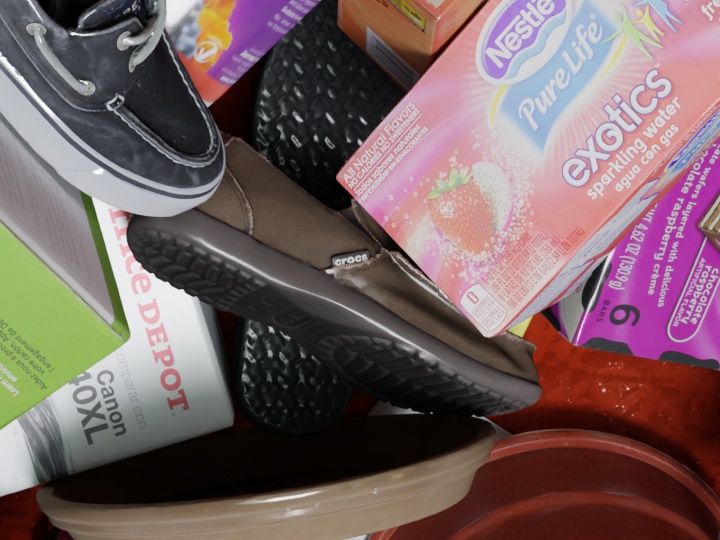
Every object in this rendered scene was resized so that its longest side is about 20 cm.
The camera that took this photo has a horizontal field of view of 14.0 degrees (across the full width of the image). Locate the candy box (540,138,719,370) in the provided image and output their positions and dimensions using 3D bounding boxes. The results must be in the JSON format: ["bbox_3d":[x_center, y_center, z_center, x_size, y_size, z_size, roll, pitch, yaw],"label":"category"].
[{"bbox_3d":[0.184,-0.024,1.286,0.199,0.061,0.137,9,111,-30],"label":"candy box"}]

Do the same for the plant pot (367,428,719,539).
[{"bbox_3d":[0.101,0.200,1.290,0.199,0.195,0.202,-3,111,-7],"label":"plant pot"}]

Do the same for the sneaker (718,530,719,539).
[{"bbox_3d":[0.194,0.105,1.300,0.088,0.200,0.075,-45,78,2],"label":"sneaker"}]

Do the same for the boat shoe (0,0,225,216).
[{"bbox_3d":[-0.105,-0.095,1.097,0.068,0.072,0.200,-19,130,33],"label":"boat shoe"}]

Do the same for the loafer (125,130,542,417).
[{"bbox_3d":[0.000,0.000,1.227,0.199,0.073,0.071,30,67,-26],"label":"loafer"}]

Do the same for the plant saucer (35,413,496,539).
[{"bbox_3d":[-0.039,0.093,1.251,0.199,0.200,0.030,-8,94,-5],"label":"plant saucer"}]

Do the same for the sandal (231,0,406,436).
[{"bbox_3d":[-0.024,-0.029,1.280,0.075,0.045,0.201,10,91,-19],"label":"sandal"}]

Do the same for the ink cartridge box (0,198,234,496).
[{"bbox_3d":[-0.167,0.017,1.265,0.199,0.083,0.146,-17,112,-2],"label":"ink cartridge box"}]

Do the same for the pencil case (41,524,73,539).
[{"bbox_3d":[-0.081,0.171,1.275,0.093,0.200,0.091,4,112,-20],"label":"pencil case"}]

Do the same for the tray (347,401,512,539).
[{"bbox_3d":[0.069,0.141,1.380,0.200,0.022,0.108,33,103,-18],"label":"tray"}]

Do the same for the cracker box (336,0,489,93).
[{"bbox_3d":[0.078,-0.167,1.174,0.058,0.134,0.200,43,82,7],"label":"cracker box"}]

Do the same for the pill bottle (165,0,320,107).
[{"bbox_3d":[-0.038,-0.167,1.200,0.200,0.112,0.111,-43,110,8],"label":"pill bottle"}]

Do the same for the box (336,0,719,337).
[{"bbox_3d":[0.098,-0.079,1.155,0.095,0.103,0.200,46,113,8],"label":"box"}]

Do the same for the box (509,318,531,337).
[{"bbox_3d":[0.064,-0.046,1.293,0.075,0.050,0.201,22,106,-17],"label":"box"}]

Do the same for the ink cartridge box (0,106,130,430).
[{"bbox_3d":[-0.183,-0.054,1.082,0.076,0.148,0.200,-35,131,12],"label":"ink cartridge box"}]
